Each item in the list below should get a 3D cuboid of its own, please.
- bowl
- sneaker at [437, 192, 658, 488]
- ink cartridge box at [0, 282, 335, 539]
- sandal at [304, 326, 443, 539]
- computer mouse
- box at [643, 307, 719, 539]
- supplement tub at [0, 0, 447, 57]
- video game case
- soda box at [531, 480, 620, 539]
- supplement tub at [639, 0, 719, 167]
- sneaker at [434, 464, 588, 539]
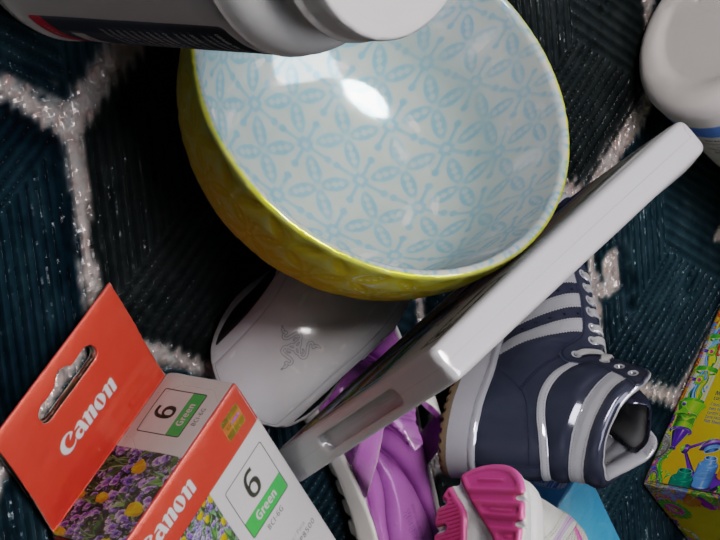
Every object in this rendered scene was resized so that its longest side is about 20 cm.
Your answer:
[{"bbox_3d":[-0.009,-0.062,1.323,0.200,0.108,0.200,12,59,-21],"label":"bowl"},{"bbox_3d":[0.121,0.040,1.498,0.070,0.108,0.200,75,29,-46],"label":"sneaker"},{"bbox_3d":[-0.090,0.113,1.314,0.109,0.050,0.200,-56,135,-30],"label":"ink cartridge box"},{"bbox_3d":[0.019,0.089,1.448,0.082,0.050,0.203,-44,126,-41],"label":"sandal"},{"bbox_3d":[0.000,0.000,1.389,0.110,0.044,0.200,44,58,-10],"label":"computer mouse"},{"bbox_3d":[0.320,0.097,1.709,0.122,0.200,0.193,49,59,-44],"label":"box"},{"bbox_3d":[-0.064,-0.166,1.181,0.140,0.200,0.141,-12,105,-51],"label":"supplement tub"},{"bbox_3d":[0.063,0.017,1.344,0.024,0.182,0.200,50,58,-1],"label":"video game case"},{"bbox_3d":[0.067,0.199,1.516,0.200,0.064,0.068,-54,133,-31],"label":"soda box"},{"bbox_3d":[0.275,-0.100,1.654,0.200,0.132,0.132,37,67,-36],"label":"supplement tub"},{"bbox_3d":[0.085,0.208,1.426,0.088,0.081,0.200,19,76,-40],"label":"sneaker"}]
